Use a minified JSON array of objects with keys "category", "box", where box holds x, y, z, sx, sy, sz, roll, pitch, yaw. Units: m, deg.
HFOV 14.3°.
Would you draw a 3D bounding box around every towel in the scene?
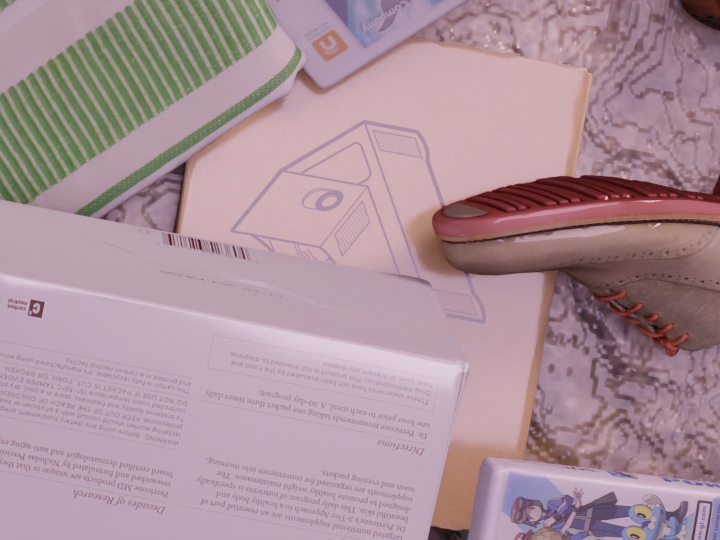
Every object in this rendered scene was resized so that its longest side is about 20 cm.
[{"category":"towel","box":[-0.131,-0.106,1.112,0.152,0.023,0.200,-32,124,14]}]

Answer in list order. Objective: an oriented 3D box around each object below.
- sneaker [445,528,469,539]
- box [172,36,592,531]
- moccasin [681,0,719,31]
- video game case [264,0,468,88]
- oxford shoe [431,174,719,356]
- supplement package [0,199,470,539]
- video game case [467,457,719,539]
[{"category":"sneaker","box":[0.051,0.207,1.170,0.090,0.078,0.201,-13,91,-5]},{"category":"box","box":[0.000,0.000,1.195,0.163,0.021,0.201,10,88,-7]},{"category":"moccasin","box":[0.182,-0.198,1.195,0.073,0.078,0.202,23,86,-6]},{"category":"video game case","box":[0.012,-0.183,1.098,0.199,0.023,0.182,-31,123,19]},{"category":"oxford shoe","box":[0.124,0.000,1.175,0.199,0.070,0.075,0,101,-19]},{"category":"supplement package","box":[-0.077,0.096,1.100,0.190,0.147,0.201,11,101,-7]},{"category":"video game case","box":[0.118,0.182,1.132,0.181,0.022,0.201,8,98,-15]}]
